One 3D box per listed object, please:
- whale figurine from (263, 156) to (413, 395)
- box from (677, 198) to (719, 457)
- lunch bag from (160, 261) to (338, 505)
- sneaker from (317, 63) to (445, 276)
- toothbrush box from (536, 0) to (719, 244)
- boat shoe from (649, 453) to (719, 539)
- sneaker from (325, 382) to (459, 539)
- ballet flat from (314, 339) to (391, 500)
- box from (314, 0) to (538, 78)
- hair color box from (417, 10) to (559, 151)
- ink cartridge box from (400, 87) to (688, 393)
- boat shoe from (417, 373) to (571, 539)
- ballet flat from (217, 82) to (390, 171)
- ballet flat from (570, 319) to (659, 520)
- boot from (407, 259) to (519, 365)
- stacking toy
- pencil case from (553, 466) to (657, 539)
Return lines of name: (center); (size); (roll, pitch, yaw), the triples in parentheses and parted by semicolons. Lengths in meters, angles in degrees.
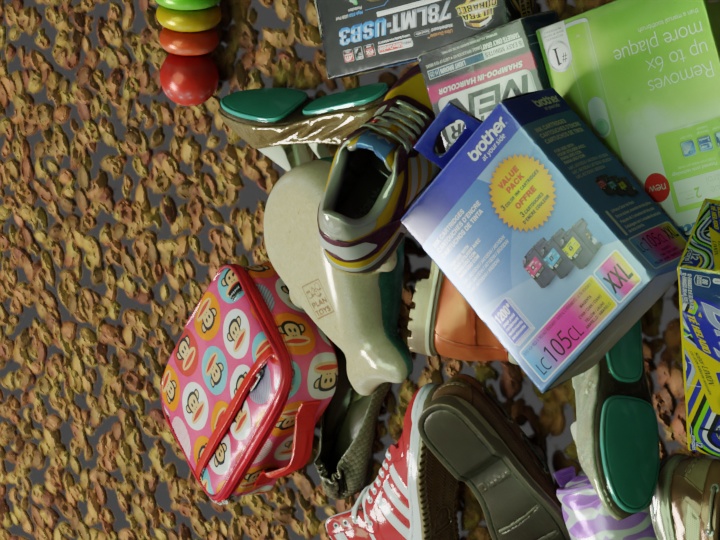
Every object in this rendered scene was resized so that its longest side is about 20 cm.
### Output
whale figurine: (0.000, 0.000, 1.576); (0.159, 0.104, 0.201); (-29, 83, 55)
box: (0.262, 0.046, 1.297); (0.064, 0.070, 0.200); (11, 141, 22)
lunch bag: (-0.096, 0.110, 1.684); (0.176, 0.082, 0.200); (60, 136, 33)
sneaker: (0.028, -0.095, 1.475); (0.075, 0.201, 0.090); (19, 157, 15)
toothbrush box: (0.230, -0.102, 1.351); (0.145, 0.086, 0.201); (-14, 92, 43)
boat shoe: (0.271, 0.235, 1.402); (0.072, 0.076, 0.201); (-12, 93, 41)
sneaker: (0.028, 0.184, 1.615); (0.112, 0.071, 0.201); (14, 111, 36)
ballet flat: (-0.011, 0.111, 1.651); (0.067, 0.046, 0.201); (25, 116, 36)
box: (0.040, -0.269, 1.512); (0.199, 0.050, 0.199); (-9, 95, 43)
hair color box: (0.125, -0.085, 1.418); (0.100, 0.060, 0.201); (-16, 93, 35)
ink cartridge box: (0.123, -0.035, 1.346); (0.200, 0.076, 0.137); (51, 126, 17)
boat shoe: (0.129, 0.170, 1.523); (0.072, 0.068, 0.200); (-26, 102, 35)
ballet flat: (-0.041, -0.120, 1.622); (0.199, 0.068, 0.073); (1, 119, 39)
ballet flat: (0.188, 0.098, 1.428); (0.062, 0.067, 0.201); (-32, 50, 52)
boot: (0.108, -0.021, 1.505); (0.107, 0.075, 0.201); (13, 103, 20)
stacking toy: (-0.152, -0.246, 1.683); (0.085, 0.085, 0.201); (20, 120, 38)
pencil case: (0.212, 0.248, 1.457); (0.085, 0.084, 0.201); (-15, 88, 61)
